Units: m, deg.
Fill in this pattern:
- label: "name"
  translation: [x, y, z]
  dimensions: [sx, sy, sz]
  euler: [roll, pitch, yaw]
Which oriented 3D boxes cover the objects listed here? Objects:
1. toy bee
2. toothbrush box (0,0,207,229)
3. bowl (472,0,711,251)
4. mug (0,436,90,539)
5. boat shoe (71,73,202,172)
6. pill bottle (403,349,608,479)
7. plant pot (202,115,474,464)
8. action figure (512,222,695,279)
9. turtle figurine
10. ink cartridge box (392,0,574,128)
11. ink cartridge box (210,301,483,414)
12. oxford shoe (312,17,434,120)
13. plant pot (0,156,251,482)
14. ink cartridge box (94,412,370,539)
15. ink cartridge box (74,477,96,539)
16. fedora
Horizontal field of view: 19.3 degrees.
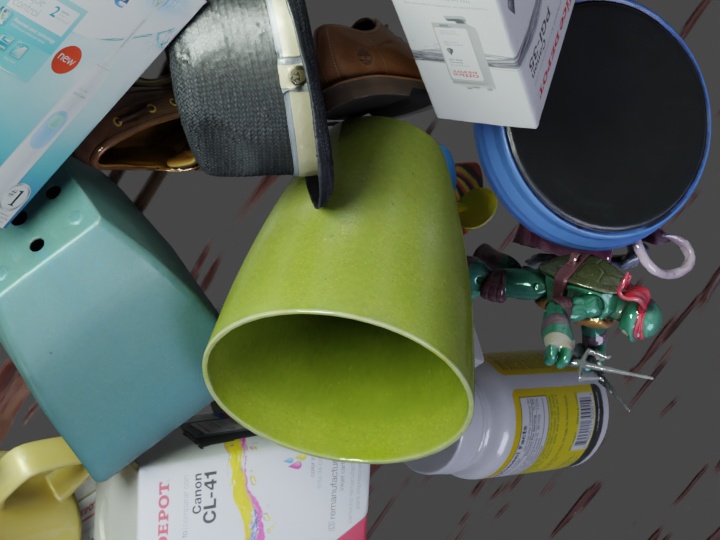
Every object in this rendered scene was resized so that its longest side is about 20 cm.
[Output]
- label: "toy bee"
  translation: [0.027, -0.043, 1.631]
  dimensions: [0.199, 0.110, 0.130]
  euler: [6, 172, -37]
- label: "toothbrush box"
  translation: [-0.215, -0.140, 1.281]
  dimensions: [0.200, 0.085, 0.146]
  euler: [-47, 148, 10]
- label: "bowl"
  translation: [0.183, -0.117, 1.629]
  dimensions: [0.199, 0.202, 0.039]
  euler: [-24, -175, -22]
- label: "mug"
  translation: [-0.275, 0.199, 1.578]
  dimensions: [0.153, 0.185, 0.151]
  euler: [-3, 90, -55]
- label: "boat shoe"
  translation: [-0.123, -0.096, 1.447]
  dimensions: [0.199, 0.068, 0.072]
  euler: [-6, 136, -42]
- label: "pill bottle"
  translation: [0.126, 0.132, 1.947]
  dimensions: [0.199, 0.115, 0.115]
  euler: [-1, 132, -45]
- label: "plant pot"
  translation: [0.000, 0.000, 1.467]
  dimensions: [0.185, 0.201, 0.188]
  euler: [8, 145, 5]
- label: "action figure"
  translation: [0.185, -0.098, 1.684]
  dimensions: [0.133, 0.148, 0.202]
  euler: [-11, 110, -49]
- label: "turtle figurine"
  translation: [0.160, 0.033, 1.633]
  dimensions: [0.150, 0.199, 0.101]
  euler: [29, 83, -62]
- label: "ink cartridge box"
  translation: [0.085, -0.212, 1.439]
  dimensions: [0.200, 0.082, 0.148]
  euler: [63, 40, -57]
- label: "ink cartridge box"
  translation: [-0.016, 0.061, 1.705]
  dimensions: [0.146, 0.083, 0.199]
  euler: [-34, 153, 28]
- label: "oxford shoe"
  translation: [0.024, -0.149, 1.539]
  dimensions: [0.071, 0.072, 0.200]
  euler: [-21, 171, 22]
- label: "plant pot"
  translation: [-0.193, 0.017, 1.453]
  dimensions: [0.141, 0.142, 0.200]
  euler: [-36, 145, -4]
- label: "ink cartridge box"
  translation: [-0.097, 0.189, 1.621]
  dimensions: [0.198, 0.085, 0.149]
  euler: [-7, 109, -29]
- label: "ink cartridge box"
  translation: [-0.182, 0.227, 1.709]
  dimensions: [0.199, 0.068, 0.117]
  euler: [18, 144, -32]
- label: "fedora"
  translation: [-0.078, -0.131, 1.366]
  dimensions: [0.091, 0.202, 0.201]
  euler: [-11, 144, -4]
